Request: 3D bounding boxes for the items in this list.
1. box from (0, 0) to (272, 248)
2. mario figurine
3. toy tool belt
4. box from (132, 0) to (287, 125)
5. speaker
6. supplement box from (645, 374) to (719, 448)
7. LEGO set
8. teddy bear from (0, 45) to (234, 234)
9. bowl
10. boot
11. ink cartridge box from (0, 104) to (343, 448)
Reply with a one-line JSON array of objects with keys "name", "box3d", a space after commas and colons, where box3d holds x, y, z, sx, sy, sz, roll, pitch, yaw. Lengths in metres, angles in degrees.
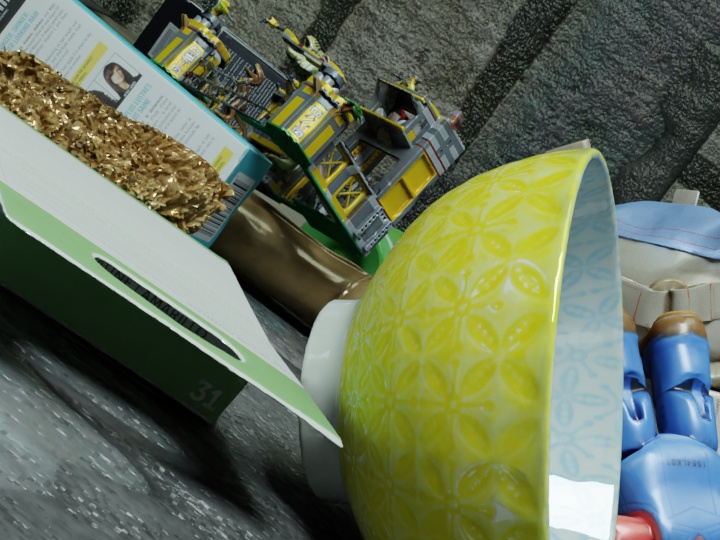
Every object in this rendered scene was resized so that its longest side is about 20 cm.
[{"name": "box", "box3d": [-0.155, -0.097, 0.918, 0.200, 0.082, 0.049, 40, 3, 16]}, {"name": "mario figurine", "box3d": [0.131, 0.125, 0.697, 0.106, 0.122, 0.202, 57, 23, -59]}, {"name": "toy tool belt", "box3d": [0.178, -0.002, 0.808, 0.199, 0.124, 0.125, 11, -6, 28]}, {"name": "box", "box3d": [-0.164, -0.224, 1.864, 0.196, 0.124, 0.200, 34, 6, -33]}, {"name": "speaker", "box3d": [0.000, 0.000, 1.182, 0.088, 0.089, 0.200, 39, 4, 10]}, {"name": "supplement box", "box3d": [0.184, 0.105, 0.819, 0.198, 0.074, 0.126, 15, -6, -5]}, {"name": "LEGO set", "box3d": [-0.027, -0.111, 0.957, 0.200, 0.116, 0.154, 27, -21, 51]}, {"name": "teddy bear", "box3d": [-0.161, -0.064, 0.746, 0.199, 0.067, 0.145, 32, -5, 2]}, {"name": "bowl", "box3d": [0.038, 0.053, 0.587, 0.107, 0.202, 0.200, 1, -8, 17]}, {"name": "boot", "box3d": [-0.047, 0.001, 0.971, 0.199, 0.066, 0.175, 37, -3, -11]}, {"name": "ink cartridge box", "box3d": [-0.096, 0.006, 0.572, 0.145, 0.048, 0.200, 36, 7, -25]}]
